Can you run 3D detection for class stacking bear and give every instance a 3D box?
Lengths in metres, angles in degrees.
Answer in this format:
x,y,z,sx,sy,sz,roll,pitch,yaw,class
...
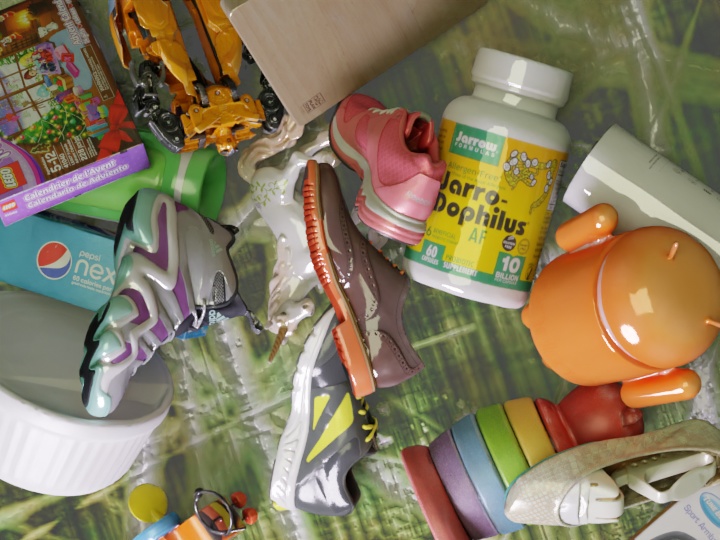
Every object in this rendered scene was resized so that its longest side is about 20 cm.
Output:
x,y,z,sx,sy,sz,roll,pitch,yaw,class
0.145,0.158,1.709,0.199,0.121,0.114,-26,96,3,stacking bear

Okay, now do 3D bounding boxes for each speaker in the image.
x,y,z,sx,sy,sz,roll,pitch,yaw,class
-0.223,-0.088,1.800,0.199,0.088,0.089,11,94,13,speaker
0.268,-0.036,1.682,0.200,0.081,0.081,35,99,10,speaker

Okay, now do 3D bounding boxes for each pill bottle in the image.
x,y,z,sx,sy,sz,roll,pitch,yaw,class
0.112,-0.079,1.702,0.112,0.113,0.201,17,95,13,pill bottle

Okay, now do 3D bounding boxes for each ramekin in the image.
x,y,z,sx,sy,sz,roll,pitch,yaw,class
-0.269,0.111,1.765,0.202,0.202,0.095,29,114,11,ramekin

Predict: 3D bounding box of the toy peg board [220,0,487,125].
x,y,z,sx,sy,sz,roll,pitch,yaw,class
-0.019,-0.250,1.684,0.199,0.200,0.098,-33,62,0,toy peg board

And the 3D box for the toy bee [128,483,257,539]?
x,y,z,sx,sy,sz,roll,pitch,yaw,class
-0.140,0.244,1.793,0.199,0.109,0.132,-14,97,39,toy bee

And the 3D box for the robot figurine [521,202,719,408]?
x,y,z,sx,sy,sz,roll,pitch,yaw,class
0.214,0.031,1.635,0.116,0.200,0.145,13,73,-26,robot figurine

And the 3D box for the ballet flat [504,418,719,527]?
x,y,z,sx,sy,sz,roll,pitch,yaw,class
0.214,0.169,1.645,0.199,0.062,0.068,-18,126,-16,ballet flat

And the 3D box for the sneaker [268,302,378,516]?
x,y,z,sx,sy,sz,roll,pitch,yaw,class
-0.018,0.120,1.769,0.084,0.074,0.201,15,104,7,sneaker

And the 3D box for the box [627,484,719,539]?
x,y,z,sx,sy,sz,roll,pitch,yaw,class
0.270,0.262,1.687,0.200,0.041,0.119,-40,83,-4,box

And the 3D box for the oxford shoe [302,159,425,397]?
x,y,z,sx,sy,sz,roll,pitch,yaw,class
0.000,0.000,1.698,0.072,0.071,0.201,-16,95,-5,oxford shoe

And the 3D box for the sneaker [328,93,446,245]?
x,y,z,sx,sy,sz,roll,pitch,yaw,class
0.033,-0.104,1.694,0.073,0.201,0.087,21,117,-26,sneaker

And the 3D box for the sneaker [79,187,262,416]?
x,y,z,sx,sy,sz,roll,pitch,yaw,class
-0.150,0.041,1.707,0.139,0.078,0.201,20,73,-17,sneaker

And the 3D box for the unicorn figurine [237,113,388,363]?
x,y,z,sx,sy,sz,roll,pitch,yaw,class
-0.046,-0.032,1.771,0.137,0.074,0.201,-30,69,13,unicorn figurine

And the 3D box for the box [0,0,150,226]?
x,y,z,sx,sy,sz,roll,pitch,yaw,class
-0.280,-0.147,1.770,0.136,0.039,0.201,-23,58,-7,box

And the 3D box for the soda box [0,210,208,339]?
x,y,z,sx,sy,sz,roll,pitch,yaw,class
-0.228,0.000,1.814,0.199,0.064,0.068,17,95,12,soda box

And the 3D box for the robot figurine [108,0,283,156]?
x,y,z,sx,sy,sz,roll,pitch,yaw,class
-0.146,-0.188,1.759,0.144,0.058,0.201,-13,77,-26,robot figurine
